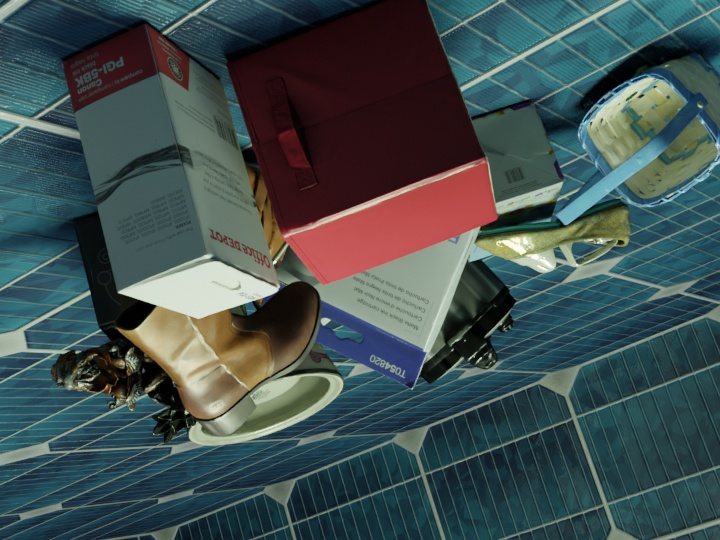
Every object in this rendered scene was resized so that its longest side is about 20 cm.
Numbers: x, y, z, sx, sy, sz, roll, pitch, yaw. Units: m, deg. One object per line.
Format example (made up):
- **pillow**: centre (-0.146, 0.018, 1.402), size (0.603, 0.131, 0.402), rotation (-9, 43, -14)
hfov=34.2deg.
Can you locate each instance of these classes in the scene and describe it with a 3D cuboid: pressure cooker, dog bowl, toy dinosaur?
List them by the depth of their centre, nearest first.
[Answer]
- **toy dinosaur**: centre (-0.210, 0.093, 1.207), size (0.200, 0.102, 0.136), rotation (-29, -148, -25)
- **dog bowl**: centre (-0.125, 0.138, 1.424), size (0.200, 0.074, 0.200), rotation (-19, 158, -8)
- **pressure cooker**: centre (0.108, 0.053, 1.558), size (0.176, 0.200, 0.179), rotation (-43, 178, -43)

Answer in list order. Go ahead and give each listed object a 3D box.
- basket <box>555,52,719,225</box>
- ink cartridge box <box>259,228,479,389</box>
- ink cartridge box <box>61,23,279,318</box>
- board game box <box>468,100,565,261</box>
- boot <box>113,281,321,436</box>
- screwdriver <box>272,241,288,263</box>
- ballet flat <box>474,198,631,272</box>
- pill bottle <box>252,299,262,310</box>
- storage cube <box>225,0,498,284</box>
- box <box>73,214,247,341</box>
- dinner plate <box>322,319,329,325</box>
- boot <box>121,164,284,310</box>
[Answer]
- **basket**: centre (0.311, -0.138, 1.283), size (0.200, 0.139, 0.176), rotation (-47, -176, -39)
- **ink cartridge box**: centre (0.000, 0.000, 1.216), size (0.200, 0.199, 0.041), rotation (-70, 165, 15)
- **ink cartridge box**: centre (-0.151, -0.073, 0.944), size (0.083, 0.200, 0.147), rotation (-21, 163, 13)
- **board game box**: centre (0.161, -0.099, 1.363), size (0.105, 0.103, 0.200), rotation (-18, 164, -3)
- **boot**: centre (-0.130, 0.035, 1.113), size (0.188, 0.068, 0.200), rotation (-46, 139, -18)
- **screwdriver**: centre (-0.028, -0.085, 1.160), size (0.200, 0.029, 0.028), rotation (-59, 180, 5)
- **ballet flat**: centre (0.225, -0.032, 1.332), size (0.200, 0.071, 0.071), rotation (-14, 164, -23)
- **pill bottle**: centre (-0.085, 0.000, 1.380), size (0.106, 0.106, 0.200), rotation (-17, 155, -4)
- **storage cube**: centre (0.007, -0.112, 1.039), size (0.180, 0.171, 0.200), rotation (-21, 163, 5)
- **box**: centre (-0.213, 0.012, 1.297), size (0.148, 0.124, 0.200), rotation (-16, 163, -4)
- **dinner plate**: centre (-0.073, 0.051, 1.556), size (0.200, 0.024, 0.200), rotation (-29, -162, 10)
- **boot**: centre (-0.144, -0.014, 1.152), size (0.074, 0.200, 0.155), rotation (20, -176, 42)
